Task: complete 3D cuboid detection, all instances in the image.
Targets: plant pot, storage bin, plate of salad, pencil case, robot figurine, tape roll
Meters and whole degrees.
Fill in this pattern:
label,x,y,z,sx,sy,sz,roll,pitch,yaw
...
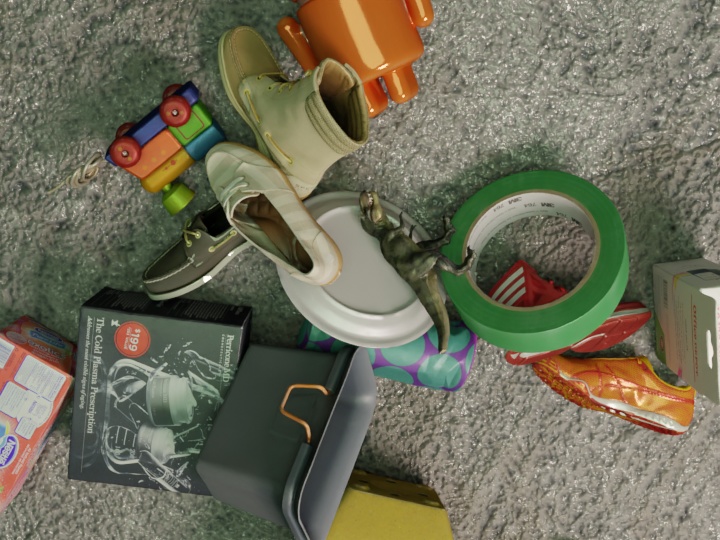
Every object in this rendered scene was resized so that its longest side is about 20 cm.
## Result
label,x,y,z,sx,sy,sz,roll,pitch,yaw
plant pot,0.017,0.343,1.096,0.192,0.196,0.203,13,88,-2
storage bin,-0.082,0.168,1.013,0.133,0.146,0.202,10,56,18
plate of salad,0.000,0.000,1.056,0.198,0.201,0.048,25,142,-5
pencil case,0.030,0.078,1.095,0.197,0.093,0.085,14,144,-3
robot figurine,-0.006,-0.266,1.019,0.116,0.143,0.202,-29,101,-31
tape roll,0.186,-0.012,1.035,0.198,0.048,0.203,-10,58,16

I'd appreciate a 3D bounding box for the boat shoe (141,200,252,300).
label,x,y,z,sx,sy,sz,roll,pitch,yaw
boat shoe,-0.164,-0.041,1.073,0.200,0.072,0.061,-33,130,0

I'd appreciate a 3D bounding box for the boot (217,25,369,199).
label,x,y,z,sx,sy,sz,roll,pitch,yaw
boot,-0.071,-0.191,1.001,0.072,0.155,0.202,-17,81,-35

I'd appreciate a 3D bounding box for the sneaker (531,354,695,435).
label,x,y,z,sx,sy,sz,roll,pitch,yaw
sneaker,0.294,0.129,1.122,0.198,0.073,0.078,20,76,-6

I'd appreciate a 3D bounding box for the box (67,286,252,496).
label,x,y,z,sx,sy,sz,roll,pitch,yaw
box,-0.226,0.136,1.095,0.180,0.104,0.203,6,100,-2

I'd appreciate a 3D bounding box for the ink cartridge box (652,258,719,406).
label,x,y,z,sx,sy,sz,roll,pitch,yaw
ink cartridge box,0.378,0.062,1.033,0.066,0.200,0.119,-6,100,1

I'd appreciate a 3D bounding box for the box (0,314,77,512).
label,x,y,z,sx,sy,sz,roll,pitch,yaw
box,-0.404,0.168,1.105,0.102,0.095,0.201,30,99,-5

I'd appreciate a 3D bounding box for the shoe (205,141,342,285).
label,x,y,z,sx,sy,sz,roll,pitch,yaw
shoe,-0.097,-0.062,0.992,0.200,0.053,0.070,45,114,17

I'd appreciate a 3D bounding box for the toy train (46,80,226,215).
label,x,y,z,sx,sy,sz,roll,pitch,yaw
toy train,-0.234,-0.107,1.071,0.199,0.085,0.116,-38,111,6

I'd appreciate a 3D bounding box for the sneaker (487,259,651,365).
label,x,y,z,sx,sy,sz,roll,pitch,yaw
sneaker,0.232,0.031,1.091,0.198,0.079,0.117,-7,60,-29

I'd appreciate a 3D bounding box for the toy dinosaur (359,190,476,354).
label,x,y,z,sx,sy,sz,roll,pitch,yaw
toy dinosaur,0.072,-0.012,1.024,0.087,0.048,0.201,-29,65,-3
